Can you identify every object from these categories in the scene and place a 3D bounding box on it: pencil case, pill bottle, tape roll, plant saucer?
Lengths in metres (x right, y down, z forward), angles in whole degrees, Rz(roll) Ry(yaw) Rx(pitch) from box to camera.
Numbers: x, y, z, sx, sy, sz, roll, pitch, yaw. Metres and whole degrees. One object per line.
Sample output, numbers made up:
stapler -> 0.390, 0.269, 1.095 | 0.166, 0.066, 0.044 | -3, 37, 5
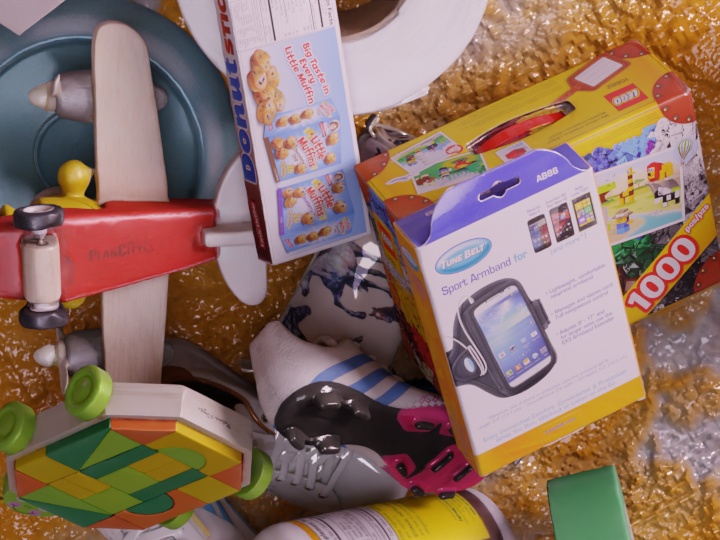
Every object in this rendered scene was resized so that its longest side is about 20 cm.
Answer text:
pencil case -> 0.000, 0.000, 1.762 | 0.089, 0.078, 0.201 | 18, 109, -22
pill bottle -> -0.001, 0.208, 1.776 | 0.199, 0.109, 0.110 | -9, 112, -30
tape roll -> -0.016, -0.199, 1.698 | 0.201, 0.071, 0.204 | 0, 109, 0
plant saucer -> -0.177, -0.076, 1.765 | 0.198, 0.027, 0.202 | 0, 110, 1
tape roll -> 0.165, 0.228, 1.774 | 0.048, 0.201, 0.202 | -13, 109, 5

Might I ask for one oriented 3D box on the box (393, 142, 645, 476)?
box -> 0.095, 0.016, 1.647 | 0.118, 0.041, 0.201 | -24, 123, -12

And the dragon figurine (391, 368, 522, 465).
dragon figurine -> 0.096, 0.056, 1.790 | 0.099, 0.059, 0.200 | 42, 106, -13

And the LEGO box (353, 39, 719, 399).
LEGO box -> 0.113, -0.029, 1.702 | 0.199, 0.077, 0.150 | -25, 126, -11

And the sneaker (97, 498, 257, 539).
sneaker -> -0.119, 0.181, 1.825 | 0.200, 0.081, 0.077 | 41, 106, -11

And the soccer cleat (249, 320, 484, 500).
soccer cleat -> 0.010, 0.081, 1.724 | 0.070, 0.087, 0.199 | -44, 139, 21

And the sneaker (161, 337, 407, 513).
sneaker -> -0.060, 0.118, 1.801 | 0.199, 0.085, 0.073 | 25, 106, -9

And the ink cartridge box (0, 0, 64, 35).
ink cartridge box -> -0.249, -0.247, 1.633 | 0.199, 0.117, 0.067 | 34, 144, -24

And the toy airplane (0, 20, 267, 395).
toy airplane -> -0.153, -0.026, 1.710 | 0.199, 0.141, 0.201 | 43, 77, -34

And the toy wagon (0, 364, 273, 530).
toy wagon -> -0.158, 0.123, 1.726 | 0.199, 0.040, 0.155 | -25, 141, 35

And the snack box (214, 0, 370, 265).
snack box -> -0.043, -0.108, 1.663 | 0.071, 0.024, 0.202 | -18, 110, -25
